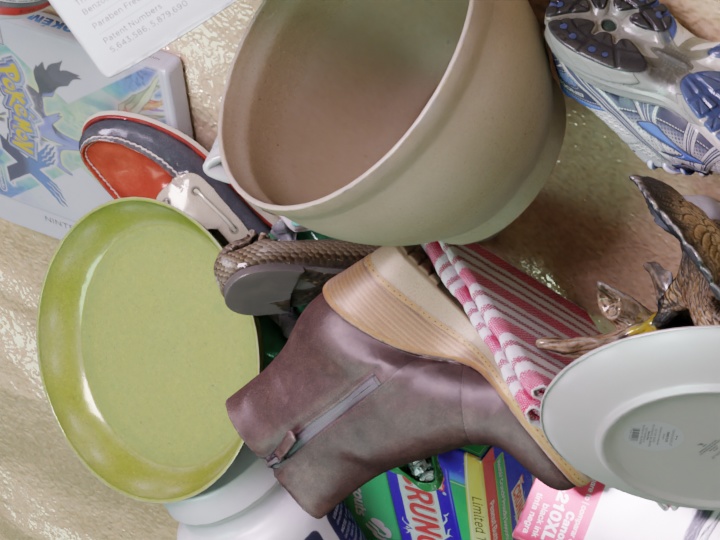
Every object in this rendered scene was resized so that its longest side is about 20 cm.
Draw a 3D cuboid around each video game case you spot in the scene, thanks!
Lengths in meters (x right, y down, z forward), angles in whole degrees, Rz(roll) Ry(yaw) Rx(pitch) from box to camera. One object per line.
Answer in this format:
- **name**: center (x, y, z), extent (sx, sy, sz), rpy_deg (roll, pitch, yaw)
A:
- **video game case**: center (-0.190, -0.089, 1.986), extent (0.182, 0.022, 0.201), rpy_deg (19, 138, 26)

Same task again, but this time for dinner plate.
- **dinner plate**: center (0.197, 0.090, 1.579), extent (0.199, 0.024, 0.200), rpy_deg (5, 147, 3)

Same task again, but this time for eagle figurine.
- **eagle figurine**: center (0.210, 0.006, 1.595), extent (0.151, 0.151, 0.200), rpy_deg (52, 153, 11)

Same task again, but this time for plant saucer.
- **plant saucer**: center (-0.132, 0.051, 1.883), extent (0.199, 0.031, 0.201), rpy_deg (7, 100, 39)

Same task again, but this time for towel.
- **towel**: center (0.113, 0.053, 1.719), extent (0.146, 0.200, 0.030), rpy_deg (31, 107, -35)

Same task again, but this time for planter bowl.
- **planter bowl**: center (0.035, -0.096, 1.666), extent (0.135, 0.201, 0.200), rpy_deg (31, 153, -36)

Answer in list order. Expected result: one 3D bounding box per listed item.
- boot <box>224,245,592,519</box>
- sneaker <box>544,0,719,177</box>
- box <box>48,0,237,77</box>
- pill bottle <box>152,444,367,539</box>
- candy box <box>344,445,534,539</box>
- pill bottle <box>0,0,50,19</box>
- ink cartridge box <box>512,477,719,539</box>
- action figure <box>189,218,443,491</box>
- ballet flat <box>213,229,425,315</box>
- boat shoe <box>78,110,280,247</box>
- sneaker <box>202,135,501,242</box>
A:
- **boot**: center (0.031, 0.097, 1.766), extent (0.200, 0.072, 0.166), rpy_deg (47, 111, 9)
- **sneaker**: center (0.193, -0.090, 1.622), extent (0.200, 0.077, 0.085), rpy_deg (34, 154, 18)
- **box**: center (-0.079, -0.234, 1.540), extent (0.200, 0.199, 0.131), rpy_deg (-30, 109, 18)
- **pill bottle**: center (-0.054, 0.195, 1.950), extent (0.115, 0.116, 0.200), rpy_deg (-1, 129, 41)
- **candy box**: center (0.022, 0.132, 1.978), extent (0.199, 0.077, 0.170), rpy_deg (19, 139, 25)
- **pill bottle**: center (-0.194, -0.248, 1.752), extent (0.116, 0.116, 0.200), rpy_deg (43, 143, -3)
- **ink cartridge box**: center (0.215, 0.172, 1.790), extent (0.199, 0.085, 0.145), rpy_deg (23, 180, 22)
- **action figure**: center (-0.008, 0.060, 1.866), extent (0.200, 0.118, 0.055), rpy_deg (52, -173, 5)
- **ballet flat**: center (0.000, 0.000, 1.815), extent (0.068, 0.199, 0.046), rpy_deg (114, 147, -42)
- **boat shoe**: center (-0.110, -0.029, 1.919), extent (0.200, 0.063, 0.071), rpy_deg (39, 137, -12)
- **sneaker**: center (-0.006, -0.048, 1.807), extent (0.199, 0.088, 0.076), rpy_deg (18, 129, 26)
